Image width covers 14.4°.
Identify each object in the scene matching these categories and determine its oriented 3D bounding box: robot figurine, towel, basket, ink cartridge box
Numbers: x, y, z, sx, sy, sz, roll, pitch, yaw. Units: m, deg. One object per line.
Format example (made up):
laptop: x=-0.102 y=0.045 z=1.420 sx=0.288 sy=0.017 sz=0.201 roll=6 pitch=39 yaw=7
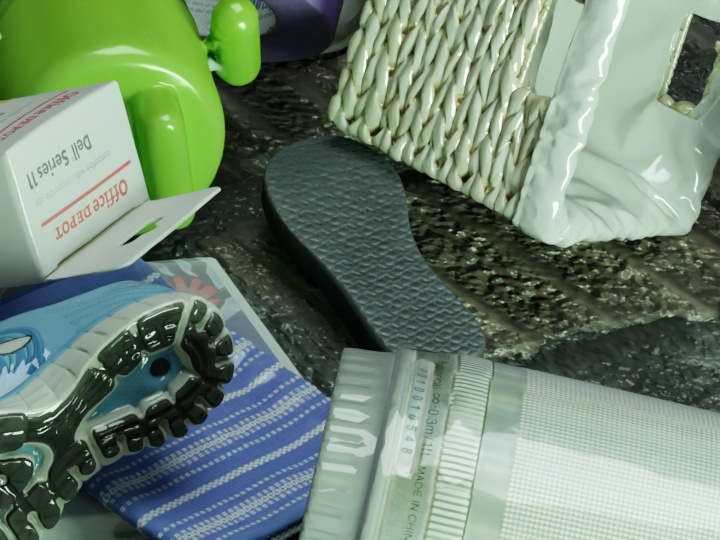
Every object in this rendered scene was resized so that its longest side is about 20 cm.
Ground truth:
robot figurine: x=-0.137 y=-0.096 z=1.511 sx=0.175 sy=0.116 sz=0.200 roll=-12 pitch=34 yaw=-5
towel: x=-0.092 y=0.060 z=1.317 sx=0.200 sy=0.024 sz=0.145 roll=33 pitch=37 yaw=29
basket: x=0.110 y=-0.133 z=1.556 sx=0.161 sy=0.199 sz=0.200 roll=24 pitch=13 yaw=26
ink cartridge box: x=-0.181 y=-0.037 z=1.353 sx=0.200 sy=0.067 sz=0.117 roll=-7 pitch=18 yaw=25

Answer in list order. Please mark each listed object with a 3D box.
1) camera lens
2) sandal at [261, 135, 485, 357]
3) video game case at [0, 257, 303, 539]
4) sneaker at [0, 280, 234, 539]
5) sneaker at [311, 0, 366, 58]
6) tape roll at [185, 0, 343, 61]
camera lens: x=0.074 y=0.123 z=1.179 sx=0.200 sy=0.160 sz=0.160 roll=13 pitch=30 yaw=0
sandal: x=0.000 y=0.000 z=1.487 sx=0.076 sy=0.043 sz=0.200 roll=-8 pitch=43 yaw=-19
video game case: x=-0.113 y=0.059 z=1.353 sx=0.182 sy=0.023 sz=0.200 roll=-5 pitch=34 yaw=-28
sneaker: x=-0.154 y=0.068 z=1.243 sx=0.200 sy=0.079 sz=0.090 roll=-28 pitch=28 yaw=-15
sneaker: x=-0.001 y=-0.199 z=1.761 sx=0.070 sy=0.094 sz=0.200 roll=31 pitch=34 yaw=28
tape roll: x=-0.104 y=-0.185 z=1.610 sx=0.200 sy=0.066 sz=0.200 roll=14 pitch=-12 yaw=3
